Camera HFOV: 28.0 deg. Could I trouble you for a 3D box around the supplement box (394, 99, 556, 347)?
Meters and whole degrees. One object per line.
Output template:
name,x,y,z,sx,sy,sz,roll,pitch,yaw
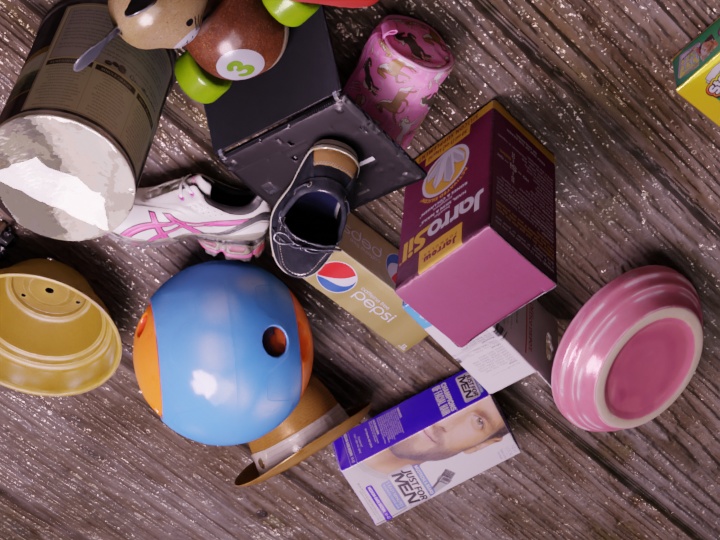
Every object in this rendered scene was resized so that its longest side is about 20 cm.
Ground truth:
supplement box,0.116,-0.048,1.429,0.103,0.202,0.130,38,125,-26

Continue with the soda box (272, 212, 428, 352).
soda box,0.000,0.000,1.576,0.199,0.068,0.064,38,126,-24

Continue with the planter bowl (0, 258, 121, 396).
planter bowl,-0.364,0.048,1.653,0.197,0.084,0.202,3,135,3

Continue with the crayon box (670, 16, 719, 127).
crayon box,0.423,-0.197,1.351,0.172,0.059,0.200,34,127,-20

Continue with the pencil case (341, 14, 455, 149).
pencil case,0.015,-0.158,1.425,0.083,0.086,0.201,52,132,20

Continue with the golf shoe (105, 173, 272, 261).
golf shoe,-0.193,-0.072,1.539,0.197,0.073,0.093,6,127,-12

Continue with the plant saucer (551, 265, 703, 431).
plant saucer,0.299,0.094,1.562,0.198,0.051,0.203,-18,127,-25

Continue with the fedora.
fedora,-0.082,0.179,1.703,0.199,0.200,0.083,-30,90,29

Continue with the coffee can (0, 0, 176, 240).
coffee can,-0.266,-0.150,1.387,0.144,0.201,0.148,4,132,4

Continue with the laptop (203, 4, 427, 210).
laptop,-0.053,-0.157,1.408,0.176,0.104,0.200,-21,131,38

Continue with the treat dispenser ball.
treat dispenser ball,-0.150,0.090,1.585,0.198,0.202,0.203,4,132,4

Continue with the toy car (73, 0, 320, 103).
toy car,-0.163,-0.227,1.284,0.164,0.200,0.159,-34,93,36

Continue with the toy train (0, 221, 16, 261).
toy train,-0.453,0.007,1.667,0.046,0.034,0.200,38,127,-8

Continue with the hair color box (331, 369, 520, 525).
hair color box,0.078,0.209,1.717,0.198,0.065,0.110,-29,126,4

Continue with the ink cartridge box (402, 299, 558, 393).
ink cartridge box,0.134,0.048,1.568,0.067,0.117,0.200,-28,122,30

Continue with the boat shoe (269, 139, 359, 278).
boat shoe,-0.049,-0.046,1.413,0.074,0.063,0.201,17,145,-7

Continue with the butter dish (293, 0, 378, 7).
butter dish,-0.018,-0.337,1.234,0.198,0.149,0.200,-4,148,-49
